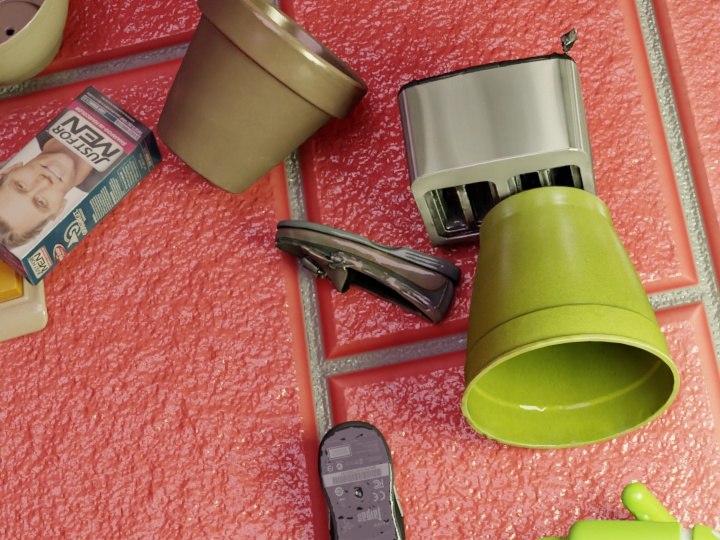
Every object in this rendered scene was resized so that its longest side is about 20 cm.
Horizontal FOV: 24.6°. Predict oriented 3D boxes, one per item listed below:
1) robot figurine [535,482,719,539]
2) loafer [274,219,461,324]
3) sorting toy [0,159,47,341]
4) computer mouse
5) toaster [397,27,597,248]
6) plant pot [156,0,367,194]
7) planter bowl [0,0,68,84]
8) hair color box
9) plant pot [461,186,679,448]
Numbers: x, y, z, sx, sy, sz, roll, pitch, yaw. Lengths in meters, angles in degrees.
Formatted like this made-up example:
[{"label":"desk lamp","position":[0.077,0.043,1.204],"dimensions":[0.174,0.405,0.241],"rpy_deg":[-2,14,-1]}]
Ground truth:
[{"label":"robot figurine","position":[0.249,0.281,1.460],"dimensions":[0.198,0.117,0.176],"rpy_deg":[0,39,14]},{"label":"loafer","position":[0.000,0.000,1.658],"dimensions":[0.198,0.072,0.064],"rpy_deg":[15,78,16]},{"label":"sorting toy","position":[-0.434,-0.011,1.778],"dimensions":[0.183,0.037,0.202],"rpy_deg":[-15,66,6]},{"label":"computer mouse","position":[-0.020,0.253,1.575],"dimensions":[0.139,0.046,0.202],"rpy_deg":[-16,77,2]},{"label":"toaster","position":[0.137,-0.118,1.601],"dimensions":[0.179,0.200,0.120],"rpy_deg":[-10,62,8]},{"label":"plant pot","position":[-0.120,-0.182,1.706],"dimensions":[0.200,0.200,0.175],"rpy_deg":[44,100,24]},{"label":"planter bowl","position":[-0.407,-0.289,1.828],"dimensions":[0.198,0.135,0.202],"rpy_deg":[-4,66,10]},{"label":"hair color box","position":[-0.316,-0.092,1.750],"dimensions":[0.100,0.061,0.200],"rpy_deg":[35,70,21]},{"label":"plant pot","position":[0.185,0.034,1.546],"dimensions":[0.198,0.201,0.195],"rpy_deg":[-10,56,9]}]
